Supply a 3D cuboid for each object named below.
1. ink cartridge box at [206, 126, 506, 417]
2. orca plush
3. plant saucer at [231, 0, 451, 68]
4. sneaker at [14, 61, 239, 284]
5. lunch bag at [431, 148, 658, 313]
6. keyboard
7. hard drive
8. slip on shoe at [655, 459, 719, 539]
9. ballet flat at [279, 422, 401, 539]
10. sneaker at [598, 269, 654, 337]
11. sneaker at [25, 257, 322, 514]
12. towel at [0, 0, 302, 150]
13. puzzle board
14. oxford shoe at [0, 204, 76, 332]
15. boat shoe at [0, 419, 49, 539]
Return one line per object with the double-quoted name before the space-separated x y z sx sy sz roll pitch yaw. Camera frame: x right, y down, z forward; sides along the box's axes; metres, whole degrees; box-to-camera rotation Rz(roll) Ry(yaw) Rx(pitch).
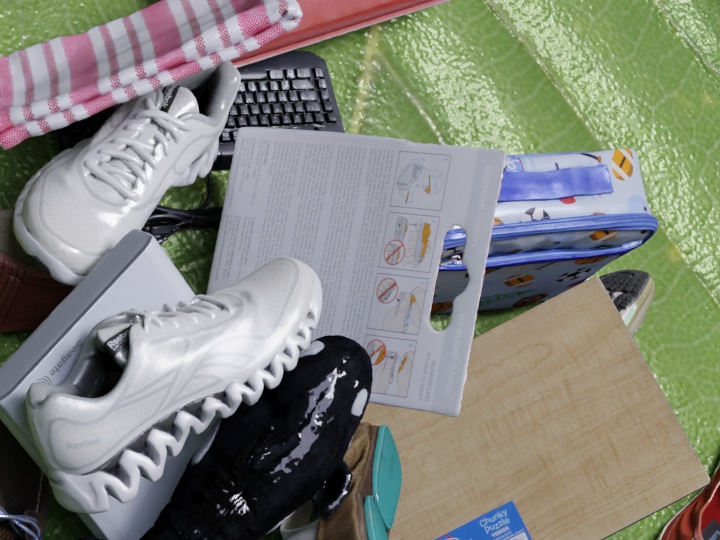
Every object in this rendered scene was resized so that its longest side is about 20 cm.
"ink cartridge box" 0.000 0.000 1.682 0.050 0.199 0.163 19 80 -56
"orca plush" -0.072 0.106 1.587 0.199 0.071 0.106 -29 79 -8
"plant saucer" -0.057 -0.238 1.843 0.199 0.037 0.200 -20 81 -33
"sneaker" -0.136 -0.066 1.661 0.075 0.081 0.200 39 42 -2
"lunch bag" 0.079 -0.024 1.772 0.199 0.160 0.076 -7 76 -31
"keyboard" -0.097 -0.079 1.779 0.199 0.021 0.128 -5 75 -29
"hard drive" -0.120 0.091 1.632 0.132 0.027 0.200 -48 128 -19
"slip on shoe" 0.268 0.144 1.877 0.074 0.061 0.200 48 56 -4
"ballet flat" -0.013 0.153 1.659 0.072 0.200 0.068 -18 115 8
"sneaker" 0.143 0.093 1.824 0.089 0.077 0.201 40 73 -35
"sneaker" -0.103 0.049 1.573 0.200 0.075 0.081 -40 117 -25
"towel" -0.134 -0.133 1.664 0.199 0.146 0.030 -22 109 -3
"puzzle board" 0.096 0.113 1.753 0.199 0.017 0.151 -27 74 -3
"oxford shoe" -0.213 -0.007 1.673 0.199 0.071 0.074 15 45 -27
"boat shoe" -0.210 0.163 1.591 0.072 0.072 0.201 18 71 -21
